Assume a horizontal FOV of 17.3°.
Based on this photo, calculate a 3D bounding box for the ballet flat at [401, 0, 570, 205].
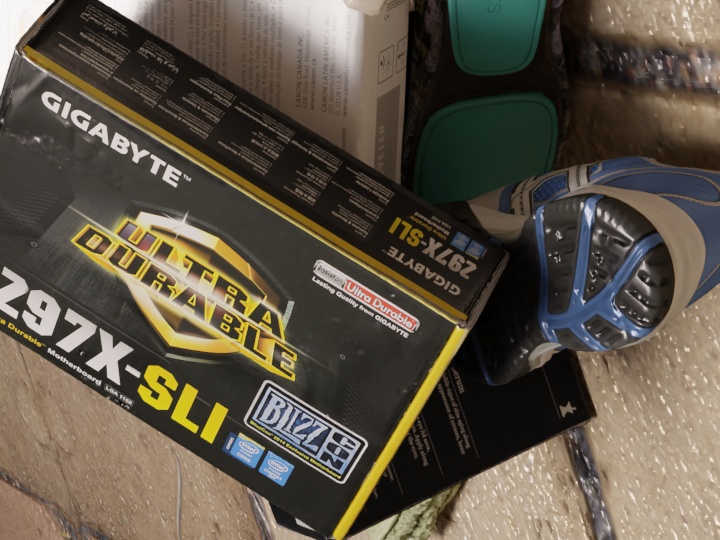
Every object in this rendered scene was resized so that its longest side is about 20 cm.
[{"bbox_3d":[0.052,-0.090,0.967,0.072,0.072,0.201,52,154,33],"label":"ballet flat"}]

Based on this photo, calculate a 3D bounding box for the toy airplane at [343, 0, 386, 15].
[{"bbox_3d":[0.041,-0.203,0.746,0.199,0.140,0.202,-23,67,53],"label":"toy airplane"}]

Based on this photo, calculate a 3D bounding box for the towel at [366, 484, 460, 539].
[{"bbox_3d":[0.008,0.056,1.239,0.149,0.036,0.200,60,158,19],"label":"towel"}]

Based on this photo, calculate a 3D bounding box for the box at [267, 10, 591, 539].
[{"bbox_3d":[0.000,0.000,1.058,0.079,0.140,0.201,5,116,69],"label":"box"}]

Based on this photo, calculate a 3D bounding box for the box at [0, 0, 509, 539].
[{"bbox_3d":[-0.059,0.002,0.935,0.199,0.049,0.160,32,140,3],"label":"box"}]

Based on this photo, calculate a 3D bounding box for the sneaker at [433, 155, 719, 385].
[{"bbox_3d":[0.083,-0.002,0.921,0.200,0.077,0.076,-1,108,61],"label":"sneaker"}]

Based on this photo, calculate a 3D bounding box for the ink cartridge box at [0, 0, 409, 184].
[{"bbox_3d":[-0.077,-0.107,0.948,0.199,0.050,0.162,14,116,24],"label":"ink cartridge box"}]
